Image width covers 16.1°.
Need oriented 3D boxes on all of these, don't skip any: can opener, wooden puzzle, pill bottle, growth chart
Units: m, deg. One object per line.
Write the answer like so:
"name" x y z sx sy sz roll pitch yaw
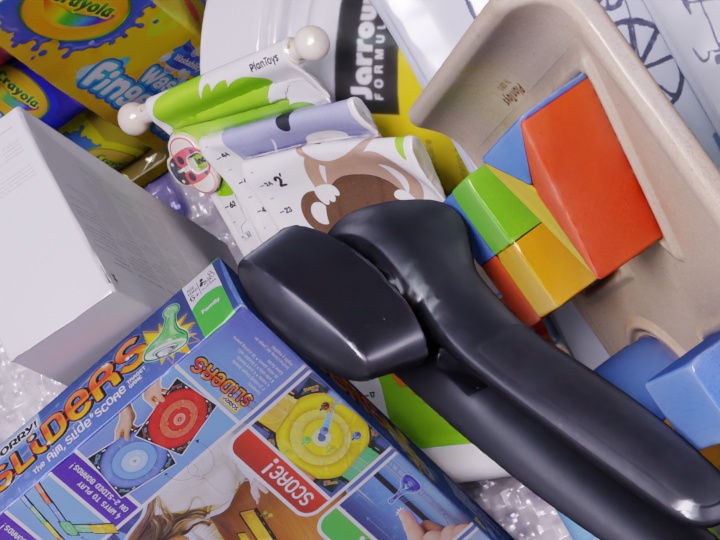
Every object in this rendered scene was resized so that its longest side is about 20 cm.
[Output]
"can opener" 0.047 0.042 0.835 0.079 0.064 0.200 -38 55 -24
"wooden puzzle" 0.089 0.010 0.820 0.046 0.185 0.200 -39 88 -13
"pill bottle" 0.047 -0.080 0.986 0.199 0.114 0.115 2 78 20
"growth chart" 0.000 0.000 0.959 0.145 0.018 0.200 -25 99 50

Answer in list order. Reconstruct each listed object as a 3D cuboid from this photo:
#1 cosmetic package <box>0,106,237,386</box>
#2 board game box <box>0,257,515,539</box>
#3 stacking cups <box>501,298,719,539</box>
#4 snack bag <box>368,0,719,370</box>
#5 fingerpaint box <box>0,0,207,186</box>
"cosmetic package" -0.089 0.011 0.965 0.051 0.200 0.083 -35 68 8
"board game box" -0.037 0.103 0.932 0.135 0.200 0.034 -40 35 6
"stacking cups" 0.099 0.080 0.959 0.060 0.060 0.200 -32 67 10
"snack bag" 0.110 -0.079 0.887 0.200 0.021 0.189 -28 93 25
"fingerpaint box" -0.146 -0.078 1.008 0.166 0.200 0.074 -31 69 9
